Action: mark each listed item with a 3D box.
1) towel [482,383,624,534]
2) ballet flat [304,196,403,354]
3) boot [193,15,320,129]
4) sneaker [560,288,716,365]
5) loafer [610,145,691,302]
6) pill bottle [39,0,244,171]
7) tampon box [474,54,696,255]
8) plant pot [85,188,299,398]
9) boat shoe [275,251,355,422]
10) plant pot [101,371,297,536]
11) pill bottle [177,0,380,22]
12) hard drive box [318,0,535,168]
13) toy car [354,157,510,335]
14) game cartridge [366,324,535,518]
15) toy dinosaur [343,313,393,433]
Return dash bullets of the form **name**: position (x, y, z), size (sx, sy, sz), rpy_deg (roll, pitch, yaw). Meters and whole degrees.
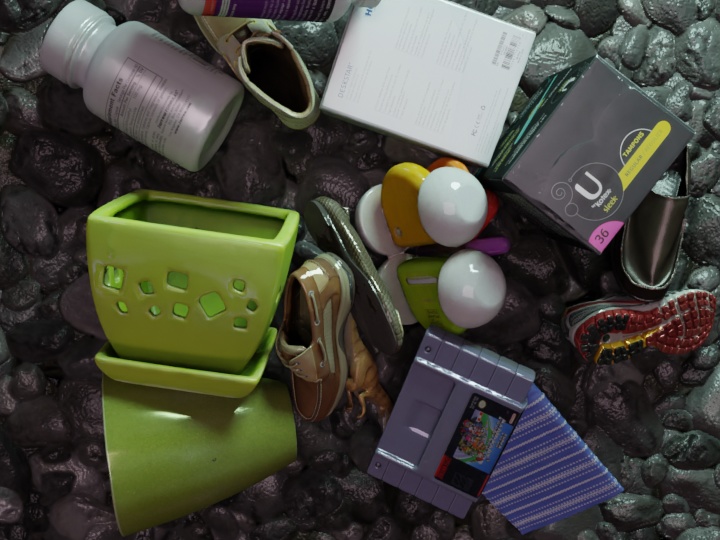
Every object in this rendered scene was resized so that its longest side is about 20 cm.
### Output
- **towel**: position (0.189, 0.217, 0.921), size (0.145, 0.024, 0.200), rpy_deg (-32, 112, 26)
- **ballet flat**: position (0.000, 0.000, 0.875), size (0.046, 0.067, 0.200), rpy_deg (-15, 63, -33)
- **boot**: position (-0.115, -0.239, 0.854), size (0.072, 0.155, 0.200), rpy_deg (-39, 97, 4)
- **sneaker**: position (0.327, 0.052, 0.934), size (0.199, 0.082, 0.078), rpy_deg (-4, 111, -17)
- **loafer**: position (0.327, -0.065, 0.893), size (0.073, 0.071, 0.201), rpy_deg (9, 77, 7)
- **pill bottle**: position (-0.240, -0.206, 0.879), size (0.200, 0.114, 0.115), rpy_deg (31, 96, -3)
- **tampon box**: position (0.225, -0.119, 0.848), size (0.126, 0.200, 0.150), rpy_deg (36, 96, -4)
- **plant pot**: position (-0.178, 0.023, 0.873), size (0.198, 0.200, 0.182), rpy_deg (8, 105, -1)
- **boat shoe**: position (-0.060, 0.077, 0.874), size (0.074, 0.076, 0.201), rpy_deg (-17, 122, -41)
- **plant pot**: position (-0.178, 0.187, 0.911), size (0.199, 0.187, 0.188), rpy_deg (-7, 97, -13)
- **pill bottle**: position (-0.078, -0.304, 0.782), size (0.199, 0.112, 0.113), rpy_deg (-2, 98, -18)
- **hard drive box**: position (0.072, -0.221, 0.897), size (0.199, 0.077, 0.156), rpy_deg (20, 97, -3)
- **toy car**: position (0.099, -0.030, 0.897), size (0.150, 0.175, 0.201), rpy_deg (-19, 98, -34)
- **game cartridge**: position (0.097, 0.171, 0.878), size (0.129, 0.038, 0.201), rpy_deg (25, 115, 12)
- **toy dinosaur**: position (-0.009, 0.108, 0.950), size (0.106, 0.060, 0.201), rpy_deg (-20, 116, -4)
